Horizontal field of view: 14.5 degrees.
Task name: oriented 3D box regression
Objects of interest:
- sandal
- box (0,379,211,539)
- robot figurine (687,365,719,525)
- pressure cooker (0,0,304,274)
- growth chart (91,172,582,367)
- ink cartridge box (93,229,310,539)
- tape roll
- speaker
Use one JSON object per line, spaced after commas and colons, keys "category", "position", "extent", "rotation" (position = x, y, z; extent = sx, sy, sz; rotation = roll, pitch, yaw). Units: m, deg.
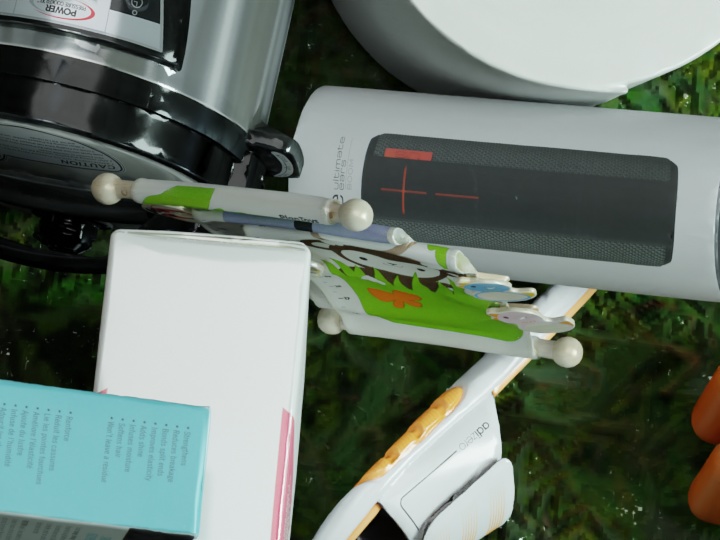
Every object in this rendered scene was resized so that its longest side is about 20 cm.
{"category": "sandal", "position": [0.053, 0.081, 1.256], "extent": [0.059, 0.079, 0.207], "rotation": [44, 74, 5]}
{"category": "box", "position": [-0.158, 0.067, 1.023], "extent": [0.199, 0.082, 0.049], "rotation": [8, 76, -9]}
{"category": "robot figurine", "position": [0.248, 0.089, 1.256], "extent": [0.199, 0.144, 0.117], "rotation": [7, 116, -4]}
{"category": "pressure cooker", "position": [-0.117, -0.097, 1.232], "extent": [0.178, 0.175, 0.201], "rotation": [24, 73, -39]}
{"category": "growth chart", "position": [0.000, 0.000, 1.170], "extent": [0.144, 0.200, 0.018], "rotation": [5, 74, 32]}
{"category": "ink cartridge box", "position": [-0.068, 0.079, 1.182], "extent": [0.082, 0.200, 0.147], "rotation": [5, 76, -1]}
{"category": "tape roll", "position": [0.084, -0.174, 1.272], "extent": [0.202, 0.139, 0.204], "rotation": [0, 88, -10]}
{"category": "speaker", "position": [0.071, -0.035, 1.249], "extent": [0.199, 0.081, 0.082], "rotation": [7, 75, 20]}
